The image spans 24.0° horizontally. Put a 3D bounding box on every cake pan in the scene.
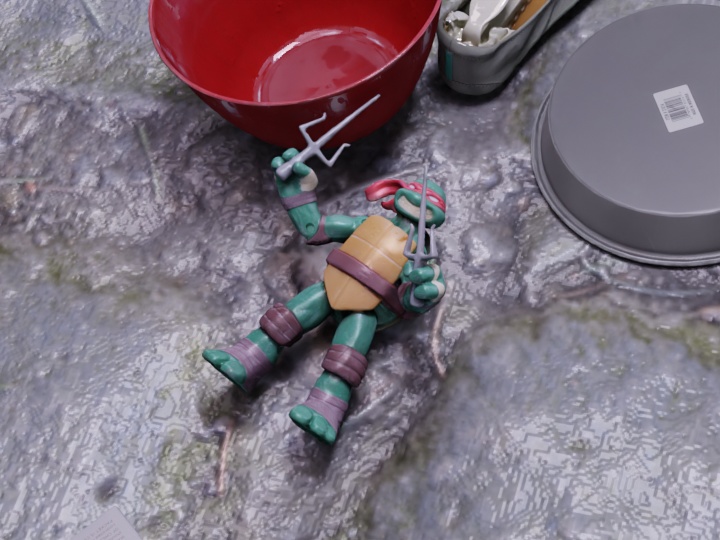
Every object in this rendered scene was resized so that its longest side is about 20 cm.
[{"bbox_3d":[0.208,-0.095,1.090,0.199,0.037,0.201,-6,56,9],"label":"cake pan"}]

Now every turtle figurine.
[{"bbox_3d":[0.000,0.000,1.035,0.149,0.101,0.200,27,80,39],"label":"turtle figurine"}]

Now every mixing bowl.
[{"bbox_3d":[-0.032,-0.155,1.138,0.199,0.109,0.201,-7,54,9],"label":"mixing bowl"}]

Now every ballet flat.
[{"bbox_3d":[0.121,-0.205,1.166,0.067,0.064,0.200,27,66,27],"label":"ballet flat"}]

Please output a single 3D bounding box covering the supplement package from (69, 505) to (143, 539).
[{"bbox_3d":[-0.106,0.248,0.876,0.120,0.121,0.200,-37,56,-14],"label":"supplement package"}]
